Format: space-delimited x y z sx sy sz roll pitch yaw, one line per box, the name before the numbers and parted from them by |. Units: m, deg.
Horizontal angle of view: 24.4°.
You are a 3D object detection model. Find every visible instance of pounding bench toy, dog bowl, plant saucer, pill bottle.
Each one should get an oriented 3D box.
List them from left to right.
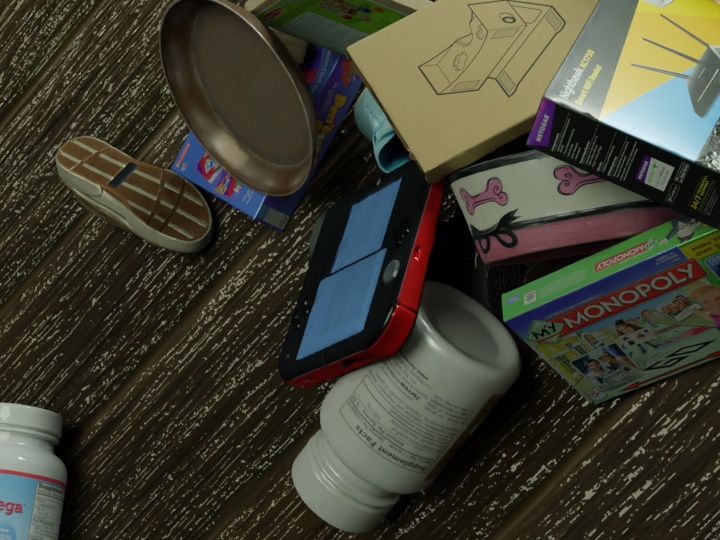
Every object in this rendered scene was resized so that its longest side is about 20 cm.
pill bottle | -0.344 0.235 1.613 0.108 0.109 0.201 -6 71 35
plant saucer | -0.104 -0.161 1.495 0.200 0.201 0.032 23 48 40
pounding bench toy | -0.031 -0.286 1.494 0.200 0.124 0.157 -21 58 56
pill bottle | 0.032 0.116 1.361 0.200 0.114 0.115 -53 50 25
dog bowl | 0.171 -0.052 1.286 0.199 0.200 0.074 -12 85 33

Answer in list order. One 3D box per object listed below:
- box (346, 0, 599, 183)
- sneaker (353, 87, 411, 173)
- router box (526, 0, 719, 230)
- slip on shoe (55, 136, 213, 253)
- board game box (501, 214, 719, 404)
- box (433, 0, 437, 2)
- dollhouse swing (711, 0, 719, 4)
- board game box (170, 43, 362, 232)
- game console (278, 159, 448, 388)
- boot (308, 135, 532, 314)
box | 0.106 -0.170 1.325 0.199 0.021 0.164 -28 51 -3
sneaker | 0.032 -0.122 1.439 0.082 0.074 0.200 -37 19 -19
router box | 0.221 -0.129 1.195 0.149 0.200 0.051 24 133 8
slip on shoe | -0.224 -0.065 1.667 0.199 0.061 0.076 27 55 25
board game box | 0.225 0.026 1.246 0.199 0.135 0.029 -25 44 28
box | 0.126 -0.229 1.440 0.100 0.075 0.201 -36 52 21
dollhouse swing | 0.264 -0.227 1.299 0.199 0.182 0.176 12 70 38
board game box | -0.084 -0.155 1.599 0.134 0.045 0.201 31 93 39
game console | 0.000 0.000 1.353 0.200 0.031 0.178 -25 47 58
boot | 0.049 -0.039 1.453 0.199 0.066 0.166 -1 72 41
